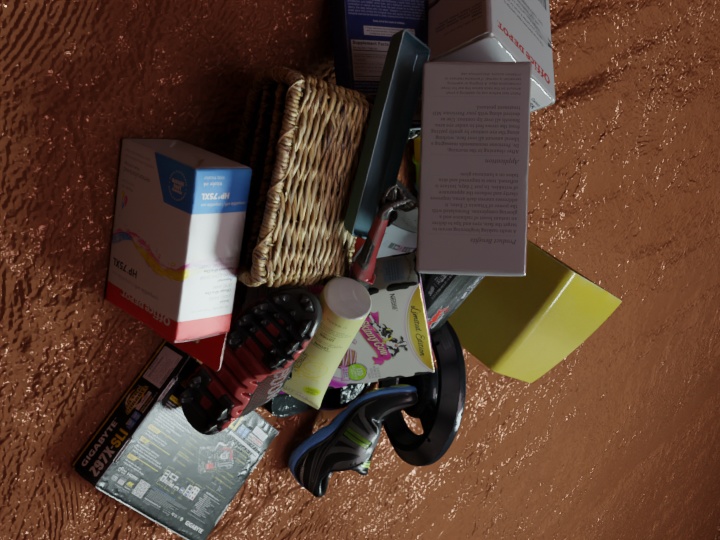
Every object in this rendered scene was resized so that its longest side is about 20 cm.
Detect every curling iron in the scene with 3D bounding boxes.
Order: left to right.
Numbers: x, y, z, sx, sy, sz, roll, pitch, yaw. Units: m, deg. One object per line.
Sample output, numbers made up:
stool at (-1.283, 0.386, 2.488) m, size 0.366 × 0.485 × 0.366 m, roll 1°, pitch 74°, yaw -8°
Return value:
curling iron at (0.011, -0.003, 0.875) m, size 0.049 × 0.026 × 0.201 m, roll -25°, pitch 147°, yaw -40°

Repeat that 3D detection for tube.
tube at (-0.046, 0.084, 0.921) m, size 0.052 × 0.058 × 0.200 m, roll -14°, pitch 153°, yaw -33°

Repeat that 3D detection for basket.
basket at (-0.085, -0.094, 0.859) m, size 0.148 × 0.142 × 0.202 m, roll 0°, pitch 105°, yaw -55°

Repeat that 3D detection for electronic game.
electronic game at (0.078, 0.153, 1.149) m, size 0.041 × 0.200 × 0.202 m, roll 7°, pitch 105°, yaw -26°

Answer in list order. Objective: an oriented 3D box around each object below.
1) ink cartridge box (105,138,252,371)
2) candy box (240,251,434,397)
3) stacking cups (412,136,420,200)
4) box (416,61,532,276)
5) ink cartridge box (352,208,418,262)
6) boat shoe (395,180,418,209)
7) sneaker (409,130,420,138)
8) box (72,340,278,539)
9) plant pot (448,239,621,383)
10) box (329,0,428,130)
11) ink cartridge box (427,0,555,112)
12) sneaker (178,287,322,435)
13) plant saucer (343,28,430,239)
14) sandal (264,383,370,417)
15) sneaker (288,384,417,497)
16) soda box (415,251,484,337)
ink cartridge box at (-0.175, -0.012, 0.821) m, size 0.067 × 0.116 × 0.202 m, roll -8°, pitch 114°, yaw -48°
candy box at (-0.023, 0.064, 0.990) m, size 0.198 × 0.061 × 0.137 m, roll -10°, pitch 127°, yaw 4°
stacking cups at (0.101, -0.094, 1.148) m, size 0.060 × 0.060 × 0.202 m, roll -33°, pitch 131°, yaw -35°
box at (0.115, -0.097, 0.895) m, size 0.152 × 0.105 × 0.202 m, roll -10°, pitch 102°, yaw -84°
ink cartridge box at (0.000, 0.000, 1.038) m, size 0.199 × 0.057 × 0.163 m, roll -11°, pitch 145°, yaw -51°
boat shoe at (0.044, -0.076, 1.098) m, size 0.067 × 0.057 × 0.200 m, roll -34°, pitch 145°, yaw 7°
sneaker at (0.083, -0.194, 1.039) m, size 0.200 × 0.087 × 0.076 m, roll -51°, pitch 178°, yaw -17°
box at (-0.194, 0.195, 0.962) m, size 0.160 × 0.049 × 0.200 m, roll -57°, pitch 141°, yaw -16°
plant pot at (0.223, 0.048, 1.274) m, size 0.199 × 0.200 × 0.177 m, roll 21°, pitch 103°, yaw -52°
box at (0.024, -0.254, 0.952) m, size 0.120 × 0.032 × 0.202 m, roll -7°, pitch 96°, yaw -37°
ink cartridge box at (0.149, -0.290, 0.997) m, size 0.144 × 0.083 × 0.202 m, roll 31°, pitch 51°, yaw -42°
sneaker at (-0.098, 0.084, 0.885) m, size 0.201 × 0.071 × 0.098 m, roll -47°, pitch 166°, yaw 27°
plant saucer at (0.025, -0.130, 0.861) m, size 0.070 × 0.019 × 0.202 m, roll 9°, pitch 95°, yaw -64°
sandal at (-0.037, 0.153, 1.125) m, size 0.199 × 0.048 × 0.076 m, roll -11°, pitch 117°, yaw -47°
sneaker at (-0.001, 0.215, 1.123) m, size 0.199 × 0.083 × 0.071 m, roll -41°, pitch 163°, yaw 9°
soda box at (0.071, 0.039, 1.069) m, size 0.070 × 0.064 × 0.200 m, roll -4°, pitch 139°, yaw -48°
